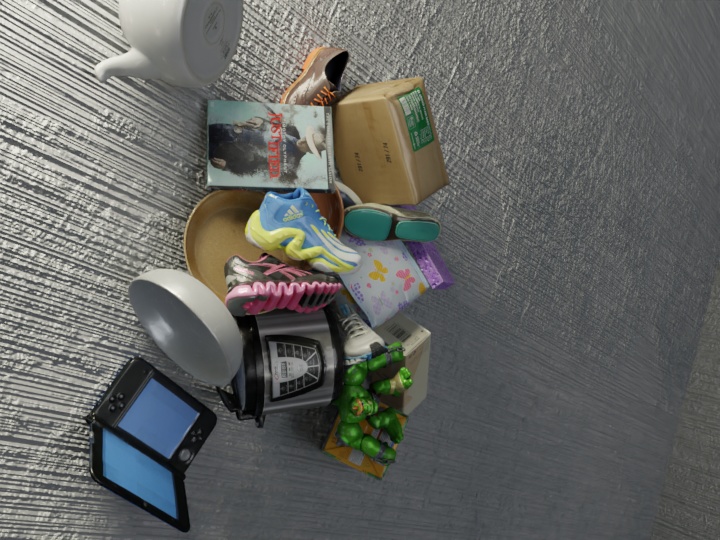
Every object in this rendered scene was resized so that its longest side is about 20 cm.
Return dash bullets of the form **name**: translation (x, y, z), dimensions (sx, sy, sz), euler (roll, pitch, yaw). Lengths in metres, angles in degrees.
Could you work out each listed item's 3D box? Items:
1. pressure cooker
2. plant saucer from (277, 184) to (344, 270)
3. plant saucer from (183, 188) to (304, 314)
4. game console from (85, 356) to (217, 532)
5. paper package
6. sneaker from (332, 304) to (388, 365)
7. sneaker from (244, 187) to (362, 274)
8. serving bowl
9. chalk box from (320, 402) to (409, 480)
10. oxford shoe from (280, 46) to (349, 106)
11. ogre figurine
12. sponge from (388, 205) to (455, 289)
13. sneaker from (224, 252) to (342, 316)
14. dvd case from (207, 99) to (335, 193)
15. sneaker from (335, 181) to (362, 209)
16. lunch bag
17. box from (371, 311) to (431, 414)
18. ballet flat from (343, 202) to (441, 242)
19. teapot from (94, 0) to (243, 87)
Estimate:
- **pressure cooker**: translation (-0.140, 0.145, 1.109), dimensions (0.197, 0.177, 0.180), euler (-4, 136, -18)
- **plant saucer**: translation (-0.126, -0.092, 1.139), dimensions (0.197, 0.038, 0.203), euler (-5, 111, -12)
- **plant saucer**: translation (-0.182, -0.030, 1.068), dimensions (0.198, 0.035, 0.203), euler (8, 75, -30)
- **game console**: translation (-0.299, 0.259, 1.029), dimensions (0.200, 0.117, 0.172), euler (50, 64, -37)
- **paper package**: translation (0.043, -0.225, 1.226), dimensions (0.103, 0.189, 0.202), euler (-36, 119, -34)
- **sneaker**: translation (-0.019, 0.101, 1.137), dimensions (0.074, 0.200, 0.088), euler (-15, 97, -22)
- **sneaker**: translation (-0.072, -0.064, 1.057), dimensions (0.198, 0.076, 0.106), euler (15, 105, -27)
- **serving bowl**: translation (-0.242, 0.073, 0.999), dimensions (0.066, 0.198, 0.202), euler (-46, 125, -35)
- **chalk box**: translation (0.005, 0.311, 1.298), dimensions (0.200, 0.123, 0.126), euler (95, 20, -76)
- **oxford shoe**: translation (-0.080, -0.298, 1.175), dimensions (0.071, 0.072, 0.202), euler (31, 76, -43)
- **ogre figurine**: translation (0.016, 0.226, 1.161), dimensions (0.118, 0.098, 0.203), euler (5, 108, -27)
- **sponge**: translation (0.116, -0.056, 1.336), dimensions (0.202, 0.030, 0.111), euler (62, 17, 13)
- **sneaker**: translation (-0.118, 0.011, 1.041), dimensions (0.198, 0.079, 0.096), euler (1, 53, -37)
- **dvd case**: translation (-0.140, -0.194, 1.076), dimensions (0.197, 0.022, 0.148), euler (1, 74, -15)
- **sneaker**: translation (-0.082, -0.126, 1.204), dimensions (0.199, 0.075, 0.085), euler (30, 76, -30)
- **lunch bag**: translation (0.000, 0.000, 1.267), dimensions (0.169, 0.127, 0.201), euler (-34, 92, -36)
- **box**: translation (0.077, 0.186, 1.349), dimensions (0.077, 0.094, 0.202), euler (-37, 142, -31)
- **ballet flat**: translation (0.050, -0.087, 1.241), dimensions (0.197, 0.063, 0.068), euler (9, 116, -22)
- **teapot**: translation (-0.262, -0.361, 0.951), dimensions (0.200, 0.144, 0.200), euler (-47, 152, -58)
